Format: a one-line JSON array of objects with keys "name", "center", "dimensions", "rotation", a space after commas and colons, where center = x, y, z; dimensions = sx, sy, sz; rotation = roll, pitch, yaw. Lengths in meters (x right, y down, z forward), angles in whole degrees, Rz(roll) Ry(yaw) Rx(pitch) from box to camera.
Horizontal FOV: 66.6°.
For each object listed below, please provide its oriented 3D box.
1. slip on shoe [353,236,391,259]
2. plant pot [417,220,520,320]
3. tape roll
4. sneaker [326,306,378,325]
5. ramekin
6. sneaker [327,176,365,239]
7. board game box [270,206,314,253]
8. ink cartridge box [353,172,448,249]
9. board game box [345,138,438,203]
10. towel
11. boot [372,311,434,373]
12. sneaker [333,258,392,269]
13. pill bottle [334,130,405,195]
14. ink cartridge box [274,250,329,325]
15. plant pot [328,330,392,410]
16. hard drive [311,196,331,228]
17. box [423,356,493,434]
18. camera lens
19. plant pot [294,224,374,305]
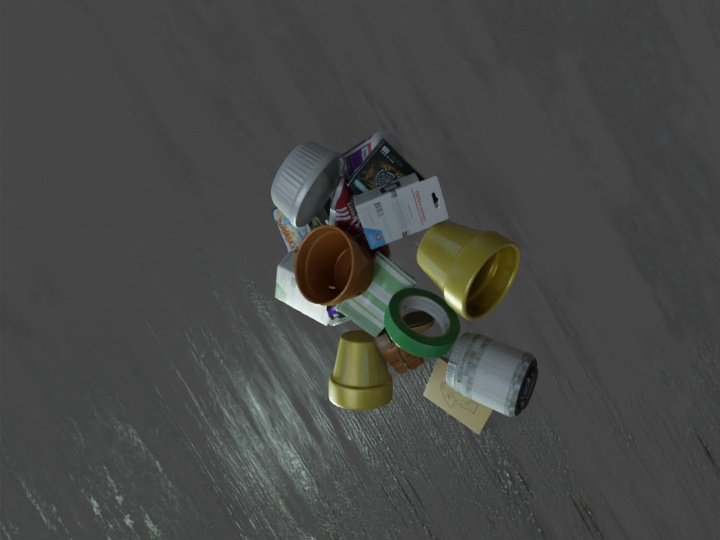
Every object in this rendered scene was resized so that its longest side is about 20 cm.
[{"name": "slip on shoe", "center": [0.008, -0.103, 1.498], "dimensions": [0.074, 0.061, 0.201], "rotation": [-39, 86, 15]}, {"name": "plant pot", "center": [0.240, -0.019, 1.282], "dimensions": [0.188, 0.198, 0.205], "rotation": [38, 134, 36]}, {"name": "tape roll", "center": [0.159, 0.133, 1.419], "dimensions": [0.199, 0.200, 0.049], "rotation": [36, 130, 17]}, {"name": "sneaker", "center": [-0.010, 0.080, 1.565], "dimensions": [0.196, 0.070, 0.102], "rotation": [-20, 88, 1]}, {"name": "ramekin", "center": [-0.130, -0.212, 1.303], "dimensions": [0.093, 0.203, 0.204], "rotation": [35, 131, 7]}, {"name": "sneaker", "center": [-0.020, -0.153, 1.387], "dimensions": [0.110, 0.072, 0.201], "rotation": [19, 150, 3]}, {"name": "board game box", "center": [-0.185, -0.112, 1.677], "dimensions": [0.134, 0.034, 0.204], "rotation": [-13, 105, 42]}, {"name": "ink cartridge box", "center": [0.094, -0.145, 1.275], "dimensions": [0.196, 0.067, 0.118], "rotation": [-20, 117, 4]}, {"name": "board game box", "center": [0.080, -0.195, 1.303], "dimensions": [0.199, 0.028, 0.135], "rotation": [38, 108, -23]}, {"name": "towel", "center": [0.043, 0.067, 1.500], "dimensions": [0.151, 0.023, 0.201], "rotation": [35, 103, -11]}, {"name": "boot", "center": [0.147, 0.212, 1.560], "dimensions": [0.197, 0.077, 0.157], "rotation": [-26, 114, 17]}, {"name": "sneaker", "center": [0.000, 0.000, 1.569], "dimensions": [0.195, 0.072, 0.109], "rotation": [5, 150, 10]}, {"name": "pill bottle", "center": [0.011, -0.263, 1.385], "dimensions": [0.198, 0.112, 0.114], "rotation": [-21, 100, 44]}, {"name": "ink cartridge box", "center": [-0.157, 0.054, 1.681], "dimensions": [0.197, 0.084, 0.147], "rotation": [27, 136, 12]}, {"name": "plant pot", "center": [0.001, 0.290, 1.651], "dimensions": [0.197, 0.199, 0.194], "rotation": [7, 102, 35]}, {"name": "hard drive", "center": [-0.103, -0.150, 1.557], "dimensions": [0.203, 0.037, 0.139], "rotation": [63, 157, -8]}, {"name": "box", "center": [0.285, 0.357, 1.563], "dimensions": [0.198, 0.021, 0.166], "rotation": [32, 129, 21]}, {"name": "camera lens", "center": [0.333, 0.259, 1.376], "dimensions": [0.197, 0.159, 0.163], "rotation": [19, 125, 29]}, {"name": "plant pot", "center": [-0.056, -0.006, 1.426], "dimensions": [0.196, 0.139, 0.206], "rotation": [-6, 80, 35]}]
